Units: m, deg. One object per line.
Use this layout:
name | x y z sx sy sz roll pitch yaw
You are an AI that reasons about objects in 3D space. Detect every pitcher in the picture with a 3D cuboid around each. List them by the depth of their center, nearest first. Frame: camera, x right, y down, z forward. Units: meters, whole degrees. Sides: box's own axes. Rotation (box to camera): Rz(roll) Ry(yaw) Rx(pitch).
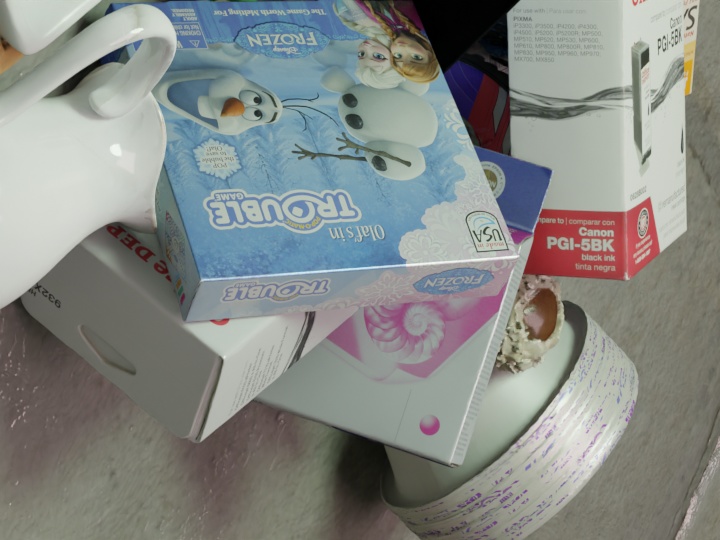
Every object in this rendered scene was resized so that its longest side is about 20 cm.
pitcher | -0.189 -0.056 1.183 0.199 0.121 0.172 -22 150 -34

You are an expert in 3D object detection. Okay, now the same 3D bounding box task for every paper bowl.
paper bowl | 0.094 0.102 1.655 0.104 0.200 0.201 47 59 -17

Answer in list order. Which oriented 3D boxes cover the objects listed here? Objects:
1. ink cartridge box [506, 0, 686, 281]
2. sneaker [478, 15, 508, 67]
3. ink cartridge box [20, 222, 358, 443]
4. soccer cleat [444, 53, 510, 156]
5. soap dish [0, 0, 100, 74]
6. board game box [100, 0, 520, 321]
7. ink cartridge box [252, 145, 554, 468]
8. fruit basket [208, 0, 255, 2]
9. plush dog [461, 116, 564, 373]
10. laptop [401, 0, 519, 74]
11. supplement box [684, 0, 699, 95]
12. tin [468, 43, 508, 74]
ink cartridge box | 0.157 -0.108 1.518 0.147 0.082 0.201 -33 123 -62
sneaker | 0.110 -0.189 1.586 0.200 0.075 0.087 16 92 -71
ink cartridge box | -0.080 -0.015 1.360 0.200 0.145 0.084 -40 160 -40
soccer cleat | 0.087 -0.074 1.613 0.073 0.068 0.200 -59 147 -23
soap dish | -0.181 -0.228 1.203 0.157 0.081 0.201 -47 138 -36
board game box | -0.032 -0.070 1.332 0.199 0.200 0.043 -4 147 -26
ink cartridge box | 0.000 0.000 1.460 0.043 0.195 0.201 30 77 -76
fruit basket | -0.052 -0.258 1.339 0.215 0.155 0.217 8 80 -54
plush dog | 0.013 0.007 1.568 0.171 0.160 0.201 -35 103 -26
laptop | 0.060 -0.232 1.436 0.103 0.177 0.201 35 56 -11
supplement box | 0.206 -0.227 1.784 0.126 0.073 0.201 -23 122 -50
tin | 0.080 -0.098 1.685 0.112 0.042 0.201 -25 123 -45
